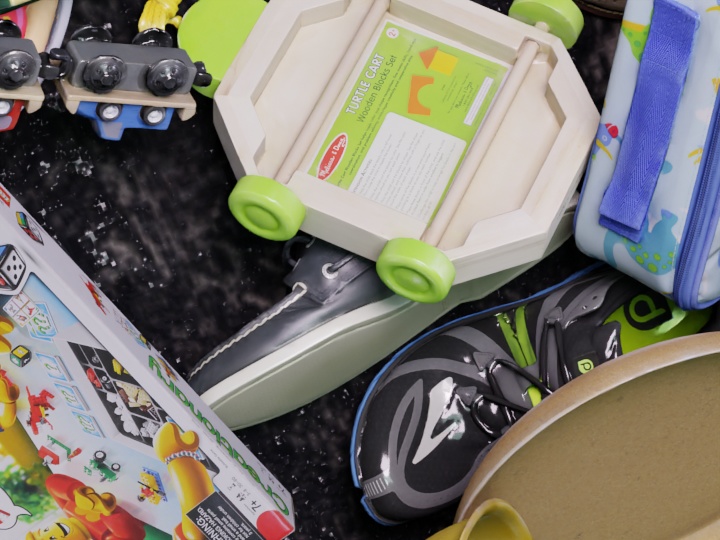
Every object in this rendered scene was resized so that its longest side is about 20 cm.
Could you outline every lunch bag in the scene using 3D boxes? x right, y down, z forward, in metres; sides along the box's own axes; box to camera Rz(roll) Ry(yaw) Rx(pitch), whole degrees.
[{"bbox_3d":[0.166,-0.090,1.169,0.161,0.082,0.200,-35,145,-44],"label":"lunch bag"}]

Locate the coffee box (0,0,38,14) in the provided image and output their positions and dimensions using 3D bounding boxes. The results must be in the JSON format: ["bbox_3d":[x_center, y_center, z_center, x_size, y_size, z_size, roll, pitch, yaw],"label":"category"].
[{"bbox_3d":[-0.091,-0.191,1.140,0.200,0.044,0.123,-23,99,-30],"label":"coffee box"}]

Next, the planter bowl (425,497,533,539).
[{"bbox_3d":[0.022,0.196,1.135,0.083,0.200,0.201,-4,95,18],"label":"planter bowl"}]

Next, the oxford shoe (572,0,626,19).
[{"bbox_3d":[0.110,-0.152,1.215,0.200,0.075,0.071,5,89,-19],"label":"oxford shoe"}]

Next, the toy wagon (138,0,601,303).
[{"bbox_3d":[0.000,-0.075,1.175,0.200,0.040,0.155,22,60,11],"label":"toy wagon"}]

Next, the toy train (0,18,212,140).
[{"bbox_3d":[-0.154,-0.076,1.099,0.200,0.034,0.046,1,126,-27],"label":"toy train"}]

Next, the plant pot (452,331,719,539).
[{"bbox_3d":[0.129,0.088,1.203,0.200,0.200,0.028,-11,52,-17],"label":"plant pot"}]

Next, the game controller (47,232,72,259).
[{"bbox_3d":[-0.219,-0.010,1.141,0.200,0.042,0.104,33,97,-16],"label":"game controller"}]

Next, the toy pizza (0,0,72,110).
[{"bbox_3d":[-0.207,-0.136,1.114,0.200,0.032,0.201,4,81,-25],"label":"toy pizza"}]

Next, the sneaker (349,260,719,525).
[{"bbox_3d":[0.082,0.046,1.214,0.199,0.083,0.071,-28,101,-14],"label":"sneaker"}]

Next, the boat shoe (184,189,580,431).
[{"bbox_3d":[0.000,-0.001,1.196,0.199,0.075,0.066,-32,73,-6],"label":"boat shoe"}]

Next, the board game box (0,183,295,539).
[{"bbox_3d":[-0.138,0.070,1.135,0.126,0.035,0.200,-37,111,12],"label":"board game box"}]
